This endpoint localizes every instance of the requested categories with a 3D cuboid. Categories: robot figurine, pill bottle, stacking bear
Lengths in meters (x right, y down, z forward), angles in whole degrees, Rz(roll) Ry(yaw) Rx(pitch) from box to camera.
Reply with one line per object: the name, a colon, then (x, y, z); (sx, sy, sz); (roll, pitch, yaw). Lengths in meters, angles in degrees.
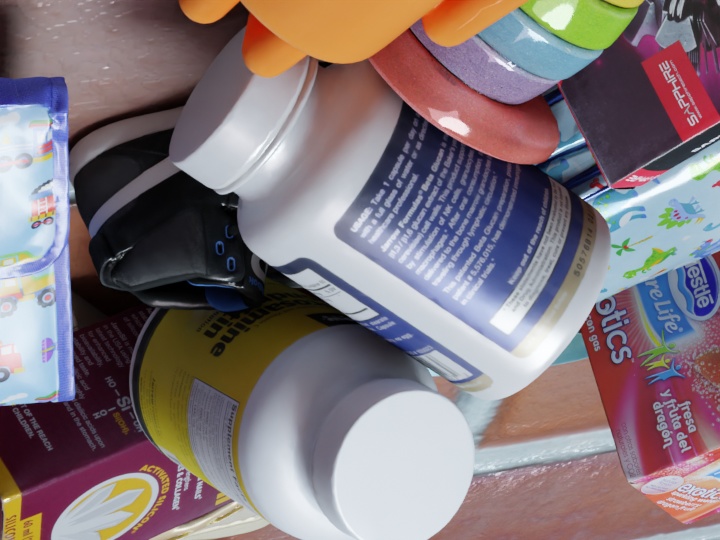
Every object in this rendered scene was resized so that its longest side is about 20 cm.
robot figurine: (0.008, -0.168, 1.147); (0.200, 0.144, 0.117); (-36, 167, 29)
pill bottle: (-0.028, 0.073, 1.362); (0.112, 0.112, 0.200); (1, -168, -32)
stacking bear: (0.097, -0.158, 1.232); (0.200, 0.121, 0.114); (-45, 162, 24)
pill bottle: (0.012, -0.033, 1.284); (0.200, 0.111, 0.111); (34, 130, -20)

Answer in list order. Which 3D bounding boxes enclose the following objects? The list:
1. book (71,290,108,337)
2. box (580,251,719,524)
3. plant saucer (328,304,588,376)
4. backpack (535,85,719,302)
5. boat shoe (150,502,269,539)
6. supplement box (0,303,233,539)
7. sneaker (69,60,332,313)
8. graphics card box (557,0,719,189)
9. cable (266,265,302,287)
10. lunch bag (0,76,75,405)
book: (-0.223, 0.084, 1.569); (0.200, 0.048, 0.134); (-27, 153, 12)
box: (0.181, 0.029, 1.520); (0.095, 0.200, 0.100); (-23, 152, 17)
plant saucer: (0.046, 0.037, 1.586); (0.200, 0.027, 0.200); (-3, 170, 0)
backpack: (0.141, -0.064, 1.415); (0.200, 0.154, 0.163); (-9, 161, 14)
boat shoe: (-0.139, 0.144, 1.700); (0.200, 0.074, 0.069); (-17, 152, -21)
supplement box: (-0.132, 0.090, 1.501); (0.200, 0.086, 0.110); (-22, 149, -24)
sneaker: (-0.042, -0.040, 1.360); (0.200, 0.112, 0.073); (-21, 153, 7)
graphics card box: (0.179, -0.138, 1.284); (0.200, 0.126, 0.051); (-29, 169, 23)
cable: (0.000, 0.000, 1.482); (0.200, 0.097, 0.050); (-9, 164, -8)
lunch bag: (-0.215, -0.026, 1.278); (0.150, 0.094, 0.200); (-6, 139, -12)
